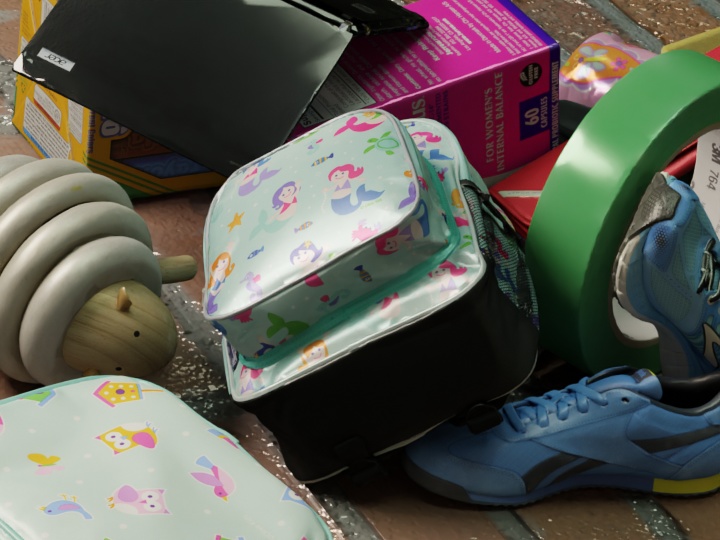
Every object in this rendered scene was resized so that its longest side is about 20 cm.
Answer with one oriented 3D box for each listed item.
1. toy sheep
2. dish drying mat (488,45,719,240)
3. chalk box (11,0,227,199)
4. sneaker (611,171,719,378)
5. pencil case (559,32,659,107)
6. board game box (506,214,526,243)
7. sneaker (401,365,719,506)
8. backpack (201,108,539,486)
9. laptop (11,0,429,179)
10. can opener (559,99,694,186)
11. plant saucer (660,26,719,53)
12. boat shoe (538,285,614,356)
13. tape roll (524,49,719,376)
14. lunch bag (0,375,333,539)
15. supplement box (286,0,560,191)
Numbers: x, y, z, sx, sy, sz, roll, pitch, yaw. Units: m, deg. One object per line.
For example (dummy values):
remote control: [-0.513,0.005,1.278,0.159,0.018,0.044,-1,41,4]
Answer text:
toy sheep: [-0.180,-0.003,1.468,0.200,0.138,0.138,33,38,29]
dish drying mat: [0.181,-0.082,1.664,0.200,0.018,0.077,-32,44,-10]
chalk box: [-0.115,-0.134,1.714,0.199,0.124,0.125,-8,33,-28]
sneaker: [0.209,0.015,1.466,0.090,0.200,0.079,11,63,33]
pencil case: [0.223,-0.090,1.769,0.087,0.088,0.200,-21,41,-41]
board game box: [0.112,-0.055,1.732,0.120,0.032,0.200,-17,40,-31]
sneaker: [0.121,0.084,1.447,0.199,0.079,0.066,-2,33,-14]
backpack: [0.000,0.000,1.450,0.177,0.151,0.200,-27,27,14]
laptop: [-0.082,-0.142,1.605,0.177,0.104,0.200,27,16,16]
can opener: [0.206,-0.064,1.696,0.200,0.064,0.079,20,57,35]
plant saucer: [0.350,-0.126,1.895,0.200,0.049,0.200,32,38,34]
boat shoe: [0.110,0.007,1.579,0.068,0.072,0.200,31,39,32]
tape roll: [0.176,-0.031,1.532,0.048,0.201,0.200,30,36,33]
lunch bag: [-0.126,0.136,1.292,0.160,0.077,0.200,-20,40,-38]
supplement box: [0.022,-0.099,1.670,0.199,0.101,0.103,-20,41,-19]
